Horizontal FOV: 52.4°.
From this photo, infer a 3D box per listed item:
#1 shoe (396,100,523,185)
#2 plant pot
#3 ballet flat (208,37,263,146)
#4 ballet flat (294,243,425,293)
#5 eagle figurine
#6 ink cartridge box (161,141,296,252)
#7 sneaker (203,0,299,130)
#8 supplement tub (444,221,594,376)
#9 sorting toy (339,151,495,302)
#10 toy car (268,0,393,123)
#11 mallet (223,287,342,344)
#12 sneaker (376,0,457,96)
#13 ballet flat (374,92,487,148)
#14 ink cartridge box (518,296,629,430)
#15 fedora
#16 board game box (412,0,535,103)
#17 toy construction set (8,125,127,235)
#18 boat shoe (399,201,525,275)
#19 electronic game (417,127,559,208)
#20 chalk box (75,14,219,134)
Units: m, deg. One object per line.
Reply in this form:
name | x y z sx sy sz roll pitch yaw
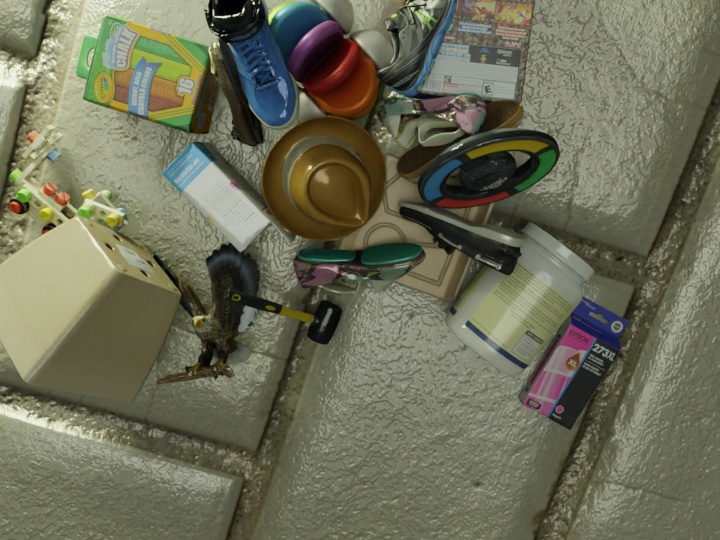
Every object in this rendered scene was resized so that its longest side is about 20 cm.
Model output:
shoe | 0.147 -0.180 1.054 0.200 0.070 0.053 -25 135 26
plant pot | -0.381 0.043 1.041 0.177 0.200 0.200 -49 60 5
ballet flat | -0.184 -0.246 1.043 0.046 0.200 0.067 -9 62 4
ballet flat | 0.000 0.000 1.107 0.200 0.069 0.071 -3 117 9
eagle figurine | -0.233 0.065 1.119 0.151 0.151 0.200 0 79 -28
ink cartridge box | -0.190 -0.097 1.092 0.068 0.115 0.200 -44 97 7
sneaker | -0.141 -0.282 0.938 0.077 0.111 0.200 -16 86 13
supplement tub | 0.240 0.042 1.104 0.145 0.145 0.200 37 98 -6
sorting toy | 0.086 -0.068 1.143 0.200 0.036 0.185 21 99 1
toy car | -0.056 -0.300 1.040 0.175 0.150 0.200 -44 97 7
mallet | -0.113 0.053 1.117 0.200 0.041 0.066 28 93 -35
sneaker | 0.077 -0.336 0.976 0.083 0.071 0.200 19 103 -9
ballet flat | 0.089 -0.211 1.044 0.069 0.200 0.071 29 75 -45
ink cartridge box | 0.347 0.150 1.180 0.095 0.037 0.200 28 97 -5
fedora | -0.040 -0.118 1.046 0.200 0.082 0.201 -10 121 -18
board game box | 0.159 -0.347 1.059 0.159 0.097 0.200 6 100 -1
toy construction set | -0.449 -0.114 1.101 0.131 0.092 0.200 -40 90 31
boat shoe | 0.139 -0.051 1.065 0.200 0.074 0.060 21 105 23
electronic game | 0.177 -0.137 1.016 0.200 0.200 0.042 -14 71 2
chalk box | -0.313 -0.284 1.055 0.200 0.124 0.125 16 99 -3
